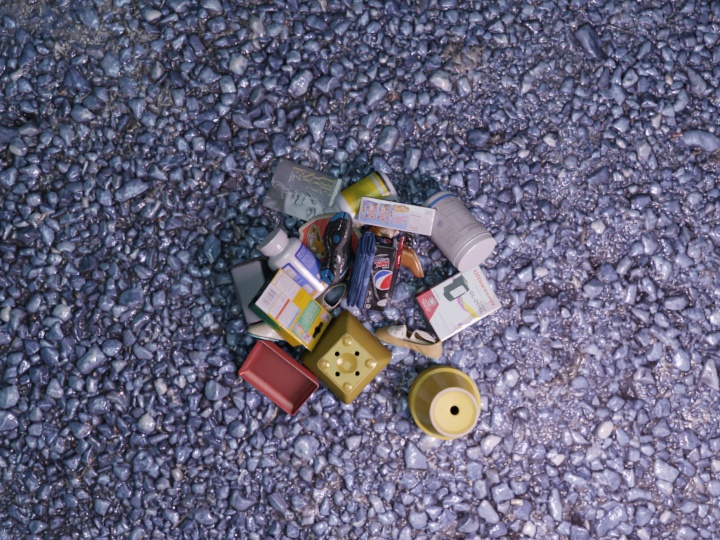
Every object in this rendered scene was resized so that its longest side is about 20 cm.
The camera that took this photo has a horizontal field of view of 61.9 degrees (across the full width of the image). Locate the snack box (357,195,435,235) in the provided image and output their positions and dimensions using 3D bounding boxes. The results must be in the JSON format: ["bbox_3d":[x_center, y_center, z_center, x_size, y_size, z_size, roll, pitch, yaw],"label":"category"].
[{"bbox_3d":[0.096,-0.147,1.605,0.199,0.024,0.072,11,104,4],"label":"snack box"}]

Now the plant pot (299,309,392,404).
[{"bbox_3d":[-0.039,0.241,1.614,0.194,0.200,0.196,44,88,1],"label":"plant pot"}]

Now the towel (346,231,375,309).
[{"bbox_3d":[0.000,0.000,1.614,0.048,0.112,0.200,9,130,-4],"label":"towel"}]

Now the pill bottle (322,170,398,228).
[{"bbox_3d":[-0.002,-0.186,1.677,0.200,0.112,0.112,-31,89,-3],"label":"pill bottle"}]

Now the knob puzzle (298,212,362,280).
[{"bbox_3d":[-0.080,-0.073,1.652,0.219,0.030,0.220,7,125,10],"label":"knob puzzle"}]

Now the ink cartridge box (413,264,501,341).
[{"bbox_3d":[0.271,0.087,1.688,0.200,0.083,0.146,-30,89,-3],"label":"ink cartridge box"}]

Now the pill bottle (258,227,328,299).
[{"bbox_3d":[-0.180,-0.019,1.636,0.112,0.112,0.200,-44,110,-3],"label":"pill bottle"}]

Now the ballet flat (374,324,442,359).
[{"bbox_3d":[0.135,0.184,1.667,0.199,0.069,0.063,17,122,16],"label":"ballet flat"}]

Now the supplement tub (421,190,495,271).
[{"bbox_3d":[0.257,-0.109,1.640,0.132,0.132,0.200,-36,64,-3],"label":"supplement tub"}]

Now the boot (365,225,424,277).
[{"bbox_3d":[0.077,-0.034,1.701,0.154,0.074,0.200,-33,91,5],"label":"boot"}]

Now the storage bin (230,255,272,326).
[{"bbox_3d":[-0.276,0.058,1.648,0.145,0.134,0.201,-18,89,-2],"label":"storage bin"}]

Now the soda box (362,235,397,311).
[{"bbox_3d":[0.052,0.010,1.649,0.063,0.071,0.201,9,117,-3],"label":"soda box"}]

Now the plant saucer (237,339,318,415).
[{"bbox_3d":[-0.220,0.286,1.637,0.200,0.200,0.037,38,44,1],"label":"plant saucer"}]

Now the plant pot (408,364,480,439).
[{"bbox_3d":[0.237,0.365,1.623,0.200,0.189,0.202,0,87,-3],"label":"plant pot"}]

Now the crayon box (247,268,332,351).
[{"bbox_3d":[-0.183,0.109,1.583,0.200,0.052,0.126,44,55,-18],"label":"crayon box"}]

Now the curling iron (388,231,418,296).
[{"bbox_3d":[0.110,-0.017,1.654,0.049,0.026,0.201,20,109,3],"label":"curling iron"}]

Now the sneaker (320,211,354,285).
[{"bbox_3d":[-0.054,-0.062,1.604,0.073,0.082,0.201,26,112,34],"label":"sneaker"}]

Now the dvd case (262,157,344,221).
[{"bbox_3d":[-0.162,-0.222,1.722,0.199,0.016,0.149,20,87,-1],"label":"dvd case"}]

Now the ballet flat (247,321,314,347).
[{"bbox_3d":[-0.211,0.160,1.617,0.200,0.067,0.063,17,94,-36],"label":"ballet flat"}]

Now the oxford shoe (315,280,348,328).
[{"bbox_3d":[-0.113,0.102,1.680,0.071,0.074,0.200,40,88,-2],"label":"oxford shoe"}]
